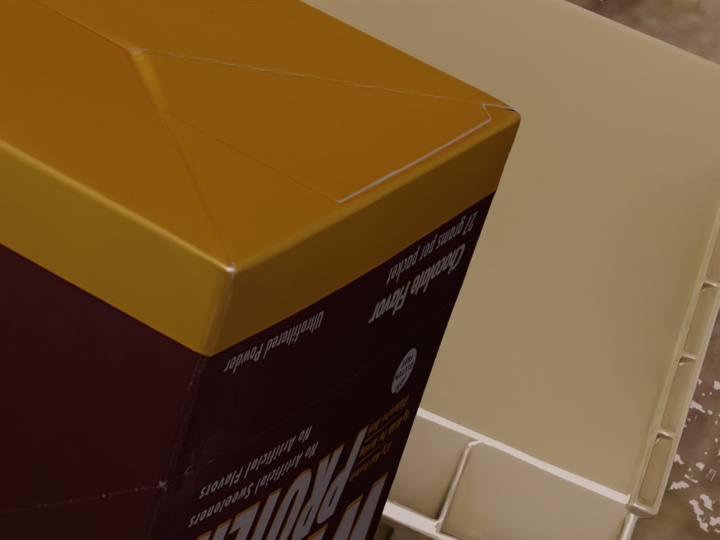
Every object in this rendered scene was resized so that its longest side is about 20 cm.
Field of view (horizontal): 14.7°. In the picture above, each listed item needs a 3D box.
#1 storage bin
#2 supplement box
[{"bbox_3d":[0.000,0.000,0.817,0.200,0.094,0.199,23,53,-1],"label":"storage bin"},{"bbox_3d":[-0.101,0.024,0.648,0.197,0.200,0.133,28,27,18],"label":"supplement box"}]
